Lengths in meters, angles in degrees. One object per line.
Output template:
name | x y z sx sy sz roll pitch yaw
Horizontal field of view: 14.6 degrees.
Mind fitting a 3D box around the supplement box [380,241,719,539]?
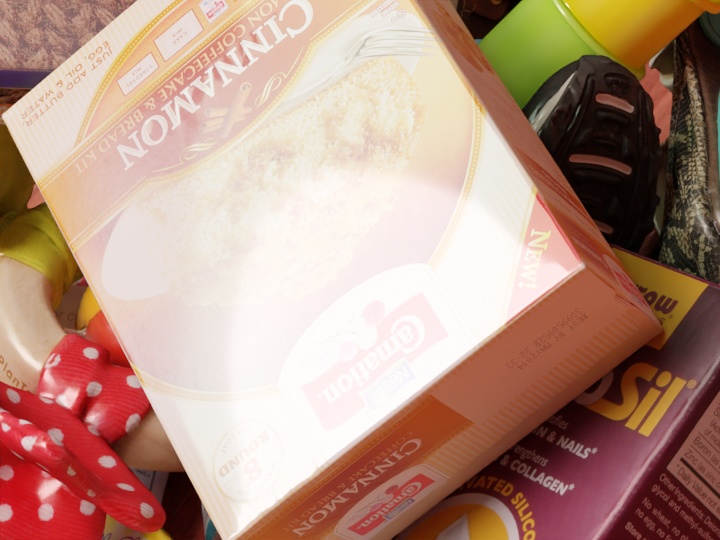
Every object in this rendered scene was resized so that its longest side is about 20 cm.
supplement box | 0.073 0.099 0.971 0.201 0.086 0.110 -54 34 -9

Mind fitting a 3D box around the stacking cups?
stacking cups | 0.046 -0.059 1.078 0.200 0.060 0.061 -41 34 21

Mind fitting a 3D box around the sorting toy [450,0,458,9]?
sorting toy | -0.049 -0.128 1.167 0.199 0.069 0.200 24 108 48

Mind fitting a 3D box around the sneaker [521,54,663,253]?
sneaker | 0.044 0.007 1.049 0.079 0.074 0.201 47 118 48

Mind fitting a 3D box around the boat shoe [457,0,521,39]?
boat shoe | 0.046 -0.126 1.200 0.067 0.072 0.202 -8 74 12

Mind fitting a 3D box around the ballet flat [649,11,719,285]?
ballet flat | 0.139 -0.064 1.084 0.075 0.068 0.201 -40 30 47

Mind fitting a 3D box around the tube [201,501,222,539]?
tube | -0.045 0.058 1.182 0.077 0.050 0.200 -34 31 15

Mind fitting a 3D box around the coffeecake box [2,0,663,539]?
coffeecake box | -0.014 -0.018 0.977 0.153 0.073 0.201 -38 58 12

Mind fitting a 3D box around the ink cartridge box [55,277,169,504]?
ink cartridge box | -0.163 0.087 1.177 0.147 0.086 0.201 4 69 21

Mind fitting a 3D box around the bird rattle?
bird rattle | -0.095 0.023 1.059 0.200 0.162 0.113 56 136 46

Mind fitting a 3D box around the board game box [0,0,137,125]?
board game box | -0.188 -0.092 1.157 0.200 0.159 0.098 -27 70 47

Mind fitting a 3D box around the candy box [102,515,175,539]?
candy box | -0.091 0.145 1.010 0.102 0.026 0.200 -44 30 -7
